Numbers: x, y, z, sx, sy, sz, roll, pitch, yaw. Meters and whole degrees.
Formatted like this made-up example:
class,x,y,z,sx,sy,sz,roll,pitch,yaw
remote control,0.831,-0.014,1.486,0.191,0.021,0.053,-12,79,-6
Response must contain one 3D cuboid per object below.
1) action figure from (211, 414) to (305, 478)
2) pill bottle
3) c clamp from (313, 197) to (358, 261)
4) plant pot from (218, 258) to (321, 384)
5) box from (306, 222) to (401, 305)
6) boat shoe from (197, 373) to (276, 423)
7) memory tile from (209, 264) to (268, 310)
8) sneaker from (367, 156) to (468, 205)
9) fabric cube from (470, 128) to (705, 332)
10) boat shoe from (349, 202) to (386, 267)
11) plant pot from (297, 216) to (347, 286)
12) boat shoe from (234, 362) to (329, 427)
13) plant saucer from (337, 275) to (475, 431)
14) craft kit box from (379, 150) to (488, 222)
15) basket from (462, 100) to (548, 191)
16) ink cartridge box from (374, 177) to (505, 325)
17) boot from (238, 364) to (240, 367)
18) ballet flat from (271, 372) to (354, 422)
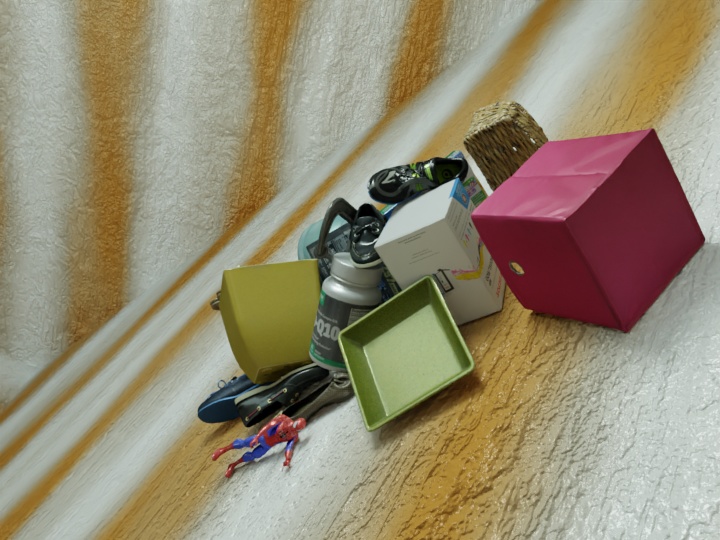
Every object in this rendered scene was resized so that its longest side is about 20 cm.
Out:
class,x,y,z,sx,sy,sz,roll,pitch,yaw
action figure,-0.181,0.321,1.113,0.199,0.066,0.099,-32,12,18
pill bottle,-0.024,0.077,1.169,0.113,0.112,0.202,-118,38,-70
c clamp,-0.040,-0.043,1.196,0.027,0.200,0.172,20,80,23
plant pot,-0.176,0.116,1.291,0.193,0.202,0.195,-6,-24,-18
box,0.000,0.000,1.307,0.157,0.201,0.051,-29,-1,20
boat shoe,-0.257,0.265,1.358,0.198,0.085,0.069,-23,40,0
memory tile,-0.231,0.039,1.359,0.152,0.017,0.200,-2,-27,-29
sneaker,0.105,-0.173,1.145,0.198,0.071,0.083,-13,-13,-12
fabric cube,0.321,-0.059,0.906,0.200,0.197,0.199,-42,22,-16
boat shoe,0.013,-0.071,1.144,0.074,0.067,0.200,-9,25,13
plant pot,-0.025,-0.045,1.420,0.134,0.200,0.201,-32,17,46
boat shoe,-0.147,0.243,1.241,0.200,0.063,0.074,-26,-23,-3
plant saucer,0.075,0.137,1.021,0.199,0.048,0.201,-34,47,13
craft kit box,0.168,-0.097,1.247,0.199,0.198,0.049,-38,16,-5
basket,0.327,-0.256,1.321,0.142,0.201,0.149,-24,23,34
ink cartridge box,0.149,-0.023,1.111,0.144,0.201,0.148,-22,24,31
boot,-0.207,0.180,1.473,0.201,0.143,0.073,113,164,-49
ballet flat,-0.094,0.243,1.160,0.199,0.046,0.068,-31,22,16
